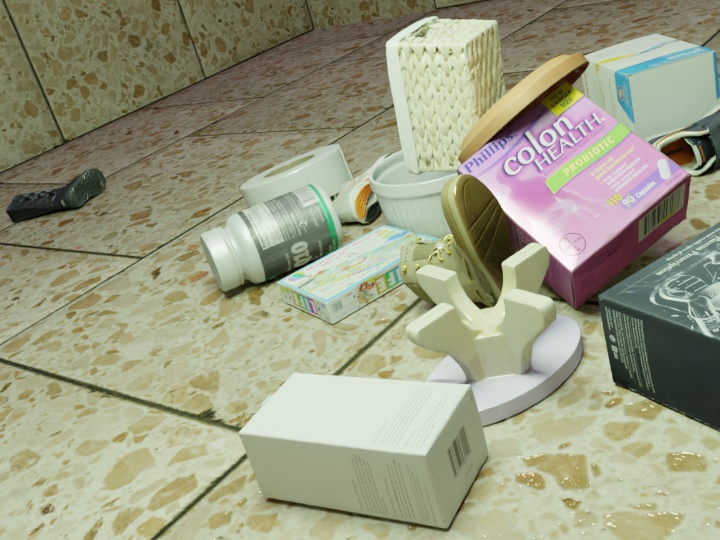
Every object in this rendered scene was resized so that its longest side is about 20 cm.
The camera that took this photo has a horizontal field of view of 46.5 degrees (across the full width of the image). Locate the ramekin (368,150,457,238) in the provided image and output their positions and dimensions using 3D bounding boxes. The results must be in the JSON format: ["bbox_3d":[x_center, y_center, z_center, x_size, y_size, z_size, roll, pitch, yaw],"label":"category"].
[{"bbox_3d":[0.121,-0.123,1.294,0.200,0.105,0.200,-15,23,6],"label":"ramekin"}]

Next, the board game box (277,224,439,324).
[{"bbox_3d":[0.000,0.000,1.191,0.200,0.034,0.134,-29,26,-26],"label":"board game box"}]

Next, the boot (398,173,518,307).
[{"bbox_3d":[0.104,-0.028,0.987,0.155,0.200,0.073,5,52,43],"label":"boot"}]

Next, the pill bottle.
[{"bbox_3d":[-0.137,-0.049,1.292,0.200,0.113,0.113,-23,24,-14],"label":"pill bottle"}]

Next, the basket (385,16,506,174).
[{"bbox_3d":[0.131,-0.249,1.195,0.123,0.200,0.136,6,33,30],"label":"basket"}]

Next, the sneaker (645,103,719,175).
[{"bbox_3d":[0.508,-0.187,1.211,0.200,0.078,0.079,-24,17,11],"label":"sneaker"}]

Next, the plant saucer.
[{"bbox_3d":[0.201,-0.205,1.063,0.200,0.032,0.200,-38,-6,-4],"label":"plant saucer"}]

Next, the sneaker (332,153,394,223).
[{"bbox_3d":[0.005,-0.144,1.461,0.092,0.076,0.200,-6,24,33],"label":"sneaker"}]

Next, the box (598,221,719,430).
[{"bbox_3d":[0.359,0.046,0.764,0.200,0.104,0.182,-28,27,-22],"label":"box"}]

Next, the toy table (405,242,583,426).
[{"bbox_3d":[0.136,0.061,0.865,0.184,0.117,0.200,7,34,44],"label":"toy table"}]

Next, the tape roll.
[{"bbox_3d":[-0.116,-0.161,1.534,0.202,0.071,0.202,-22,14,6],"label":"tape roll"}]

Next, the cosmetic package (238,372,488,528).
[{"bbox_3d":[0.002,0.159,0.778,0.200,0.085,0.108,-1,28,34],"label":"cosmetic package"}]

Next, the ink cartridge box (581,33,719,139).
[{"bbox_3d":[0.466,-0.283,1.359,0.144,0.147,0.200,-17,24,0],"label":"ink cartridge box"}]

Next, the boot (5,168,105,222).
[{"bbox_3d":[-0.755,-0.187,2.082,0.200,0.066,0.165,-12,22,21],"label":"boot"}]

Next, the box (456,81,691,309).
[{"bbox_3d":[0.248,-0.092,0.988,0.176,0.097,0.200,-38,58,-5],"label":"box"}]
